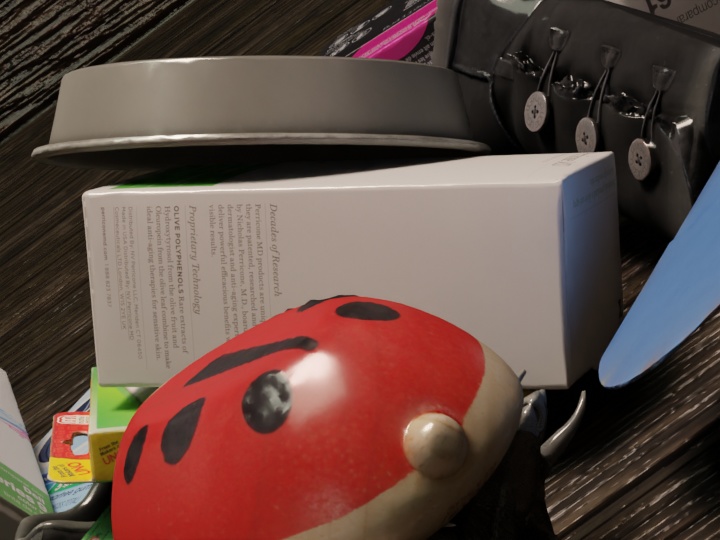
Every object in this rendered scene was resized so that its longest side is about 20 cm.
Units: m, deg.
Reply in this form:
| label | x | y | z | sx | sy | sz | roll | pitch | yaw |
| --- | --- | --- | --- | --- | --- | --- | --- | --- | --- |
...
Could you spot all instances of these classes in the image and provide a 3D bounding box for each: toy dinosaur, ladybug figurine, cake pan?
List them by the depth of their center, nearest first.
| label | x | y | z | sx | sy | sz | roll | pitch | yaw |
| --- | --- | --- | --- | --- | --- | --- | --- | --- | --- |
| ladybug figurine | -0.023 | 0.058 | 0.770 | 0.136 | 0.072 | 0.200 | -41 | 10 | -30 |
| toy dinosaur | 0.002 | 0.125 | 0.813 | 0.199 | 0.077 | 0.102 | -36 | 1 | 23 |
| cake pan | -0.043 | -0.066 | 1.008 | 0.198 | 0.037 | 0.200 | -1 | -1 | 0 |

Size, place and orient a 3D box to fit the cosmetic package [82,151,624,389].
| label | x | y | z | sx | sy | sz | roll | pitch | yaw |
| --- | --- | --- | --- | --- | --- | --- | --- | --- | --- |
| cosmetic package | 0.000 | 0.000 | 0.947 | 0.198 | 0.086 | 0.108 | -2 | 8 | 17 |

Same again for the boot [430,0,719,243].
| label | x | y | z | sx | sy | sz | roll | pitch | yaw |
| --- | --- | --- | --- | --- | --- | --- | --- | --- | --- |
| boot | 0.106 | -0.039 | 1.025 | 0.065 | 0.166 | 0.199 | -17 | 26 | -31 |

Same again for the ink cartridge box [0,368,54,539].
| label | x | y | z | sx | sy | sz | roll | pitch | yaw |
| --- | --- | --- | --- | --- | --- | --- | --- | --- | --- |
| ink cartridge box | -0.237 | 0.125 | 1.175 | 0.146 | 0.087 | 0.200 | -51 | 28 | 6 |

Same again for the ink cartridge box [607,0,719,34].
| label | x | y | z | sx | sy | sz | roll | pitch | yaw |
| --- | --- | --- | --- | --- | --- | --- | --- | --- | --- |
| ink cartridge box | 0.137 | -0.176 | 1.102 | 0.144 | 0.201 | 0.084 | -29 | 12 | -30 |

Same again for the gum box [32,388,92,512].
| label | x | y | z | sx | sy | sz | roll | pitch | yaw |
| --- | --- | --- | --- | --- | --- | --- | --- | --- | --- |
| gum box | -0.107 | 0.085 | 1.227 | 0.169 | 0.045 | 0.200 | -21 | 22 | 48 |

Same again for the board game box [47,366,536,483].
| label | x | y | z | sx | sy | sz | roll | pitch | yaw |
| --- | --- | --- | --- | --- | --- | --- | --- | --- | --- |
| board game box | -0.031 | 0.056 | 0.968 | 0.198 | 0.030 | 0.096 | -8 | 14 | -4 |

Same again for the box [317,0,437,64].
| label | x | y | z | sx | sy | sz | roll | pitch | yaw |
| --- | --- | --- | --- | --- | --- | --- | --- | --- | --- |
| box | 0.077 | -0.107 | 1.247 | 0.199 | 0.115 | 0.132 | -30 | 14 | 21 |

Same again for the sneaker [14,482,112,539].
| label | x | y | z | sx | sy | sz | roll | pitch | yaw |
| --- | --- | --- | --- | --- | --- | --- | --- | --- | --- |
| sneaker | -0.065 | 0.090 | 1.022 | 0.200 | 0.085 | 0.074 | -42 | 16 | -19 |

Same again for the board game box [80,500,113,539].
| label | x | y | z | sx | sy | sz | roll | pitch | yaw |
| --- | --- | --- | --- | --- | --- | --- | --- | --- | --- |
| board game box | -0.078 | 0.142 | 0.895 | 0.104 | 0.024 | 0.200 | 13 | 38 | 21 |

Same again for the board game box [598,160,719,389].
| label | x | y | z | sx | sy | sz | roll | pitch | yaw |
| --- | --- | --- | --- | --- | --- | --- | --- | --- | --- |
| board game box | 0.155 | -0.029 | 0.790 | 0.200 | 0.039 | 0.158 | -55 | 3 | -32 |
